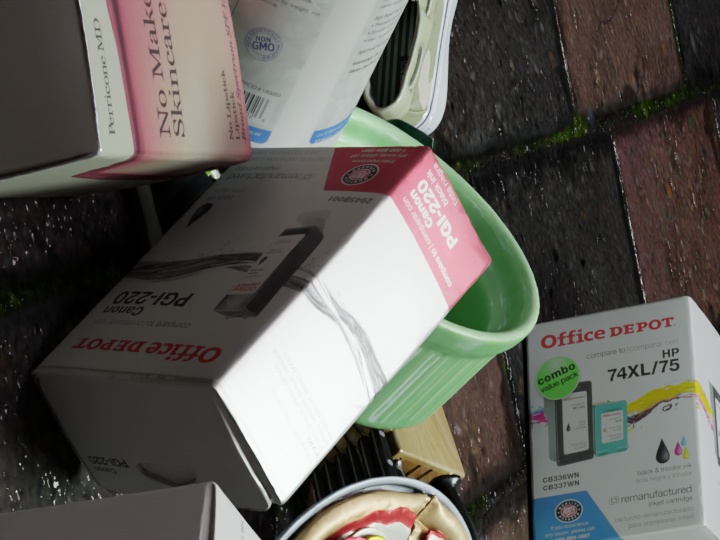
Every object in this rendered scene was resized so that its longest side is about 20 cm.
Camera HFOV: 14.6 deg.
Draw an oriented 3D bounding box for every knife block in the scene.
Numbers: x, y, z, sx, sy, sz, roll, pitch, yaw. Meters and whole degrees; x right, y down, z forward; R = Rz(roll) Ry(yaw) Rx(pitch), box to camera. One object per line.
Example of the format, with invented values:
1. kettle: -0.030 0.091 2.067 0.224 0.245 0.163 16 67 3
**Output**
1. knife block: 0.022 0.114 1.758 0.176 0.064 0.200 52 24 -7

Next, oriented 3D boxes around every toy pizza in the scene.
1. toy pizza: 0.001 0.217 1.626 0.200 0.032 0.201 -18 118 -38

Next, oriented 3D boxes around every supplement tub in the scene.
1. supplement tub: -0.035 -0.170 1.551 0.132 0.131 0.200 -71 -172 -54

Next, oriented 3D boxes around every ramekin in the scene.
1. ramekin: 0.000 0.000 1.682 0.200 0.098 0.200 32 27 -18

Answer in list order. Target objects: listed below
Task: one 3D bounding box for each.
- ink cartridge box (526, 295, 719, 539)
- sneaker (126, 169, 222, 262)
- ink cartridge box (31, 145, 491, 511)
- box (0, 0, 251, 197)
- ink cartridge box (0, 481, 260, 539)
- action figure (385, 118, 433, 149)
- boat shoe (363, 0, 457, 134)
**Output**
1. ink cartridge box: 0.226 0.148 2.290 0.146 0.146 0.201 47 36 -56
2. sneaker: -0.081 -0.022 1.602 0.072 0.082 0.201 24 57 -67
3. ink cartridge box: -0.051 0.025 1.462 0.200 0.145 0.085 -50 124 -33
4. box: -0.147 -0.108 1.422 0.200 0.108 0.129 -6 86 -71
5. ink cartridge box: -0.097 0.193 1.351 0.200 0.145 0.084 58 28 -48
6. action figure: 0.008 -0.025 1.857 0.200 0.118 0.055 67 36 -56
7. boat shoe: 0.033 -0.196 2.035 0.062 0.072 0.201 38 48 -66
